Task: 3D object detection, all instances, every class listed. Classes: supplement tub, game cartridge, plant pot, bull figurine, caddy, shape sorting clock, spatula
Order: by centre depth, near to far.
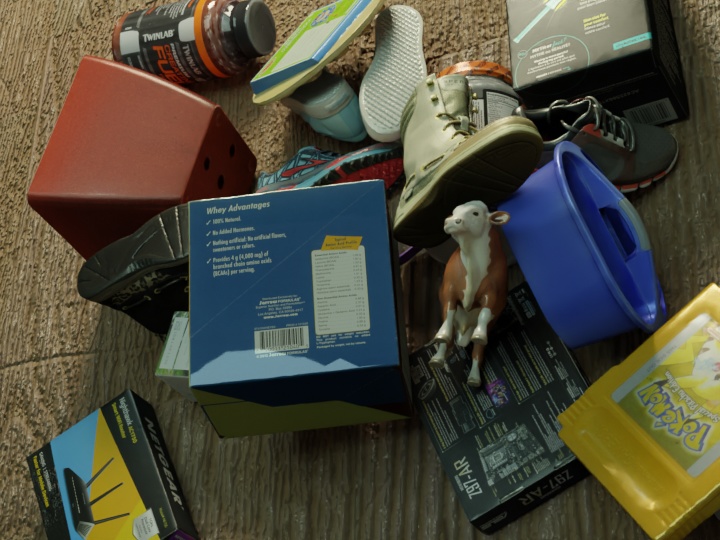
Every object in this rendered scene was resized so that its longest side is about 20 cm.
[{"bbox_3d":[0.284,0.121,1.232,0.200,0.032,0.176,-40,38,-1],"label":"game cartridge"},{"bbox_3d":[0.101,0.022,1.320,0.065,0.200,0.121,10,67,11],"label":"bull figurine"},{"bbox_3d":[0.218,-0.023,1.336,0.105,0.141,0.200,-29,84,25],"label":"caddy"},{"bbox_3d":[0.122,-0.111,1.484,0.122,0.123,0.200,-15,55,24],"label":"supplement tub"},{"bbox_3d":[0.000,0.000,1.544,0.200,0.057,0.021,-20,89,29],"label":"spatula"},{"bbox_3d":[-0.046,-0.257,1.642,0.200,0.039,0.200,-34,23,16],"label":"shape sorting clock"},{"bbox_3d":[-0.237,-0.112,1.669,0.176,0.200,0.200,7,66,22],"label":"plant pot"},{"bbox_3d":[-0.208,-0.291,1.803,0.200,0.107,0.107,-7,59,29],"label":"supplement tub"}]

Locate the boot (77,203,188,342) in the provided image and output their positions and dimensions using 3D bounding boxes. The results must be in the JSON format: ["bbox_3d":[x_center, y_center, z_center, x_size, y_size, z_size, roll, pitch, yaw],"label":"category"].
[{"bbox_3d":[-0.193,0.008,1.584,0.200,0.151,0.073,-27,51,17],"label":"boot"}]

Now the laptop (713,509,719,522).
[{"bbox_3d":[0.362,0.138,1.192,0.187,0.116,0.200,-40,50,4],"label":"laptop"}]

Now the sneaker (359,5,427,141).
[{"bbox_3d":[0.044,-0.205,1.605,0.074,0.082,0.200,4,50,10],"label":"sneaker"}]

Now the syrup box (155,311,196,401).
[{"bbox_3d":[-0.111,0.097,1.526,0.200,0.081,0.079,1,64,29],"label":"syrup box"}]

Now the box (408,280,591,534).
[{"bbox_3d":[0.141,0.130,1.377,0.160,0.044,0.200,-34,50,10],"label":"box"}]

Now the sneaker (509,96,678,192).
[{"bbox_3d":[0.230,-0.129,1.402,0.200,0.082,0.077,-3,54,-18],"label":"sneaker"}]

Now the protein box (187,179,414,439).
[{"bbox_3d":[-0.059,0.039,1.393,0.198,0.135,0.200,-7,61,5],"label":"protein box"}]

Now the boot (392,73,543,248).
[{"bbox_3d":[0.097,-0.129,1.351,0.200,0.072,0.155,-41,38,48],"label":"boot"}]

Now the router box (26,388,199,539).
[{"bbox_3d":[-0.272,0.248,1.550,0.149,0.051,0.200,-34,50,7],"label":"router box"}]

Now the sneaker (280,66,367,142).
[{"bbox_3d":[-0.044,-0.191,1.671,0.074,0.082,0.200,-35,25,-1],"label":"sneaker"}]

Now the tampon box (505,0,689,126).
[{"bbox_3d":[0.243,-0.250,1.491,0.150,0.126,0.200,-15,55,22],"label":"tampon box"}]

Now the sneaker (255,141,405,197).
[{"bbox_3d":[-0.040,-0.113,1.613,0.200,0.079,0.096,-21,52,19],"label":"sneaker"}]
